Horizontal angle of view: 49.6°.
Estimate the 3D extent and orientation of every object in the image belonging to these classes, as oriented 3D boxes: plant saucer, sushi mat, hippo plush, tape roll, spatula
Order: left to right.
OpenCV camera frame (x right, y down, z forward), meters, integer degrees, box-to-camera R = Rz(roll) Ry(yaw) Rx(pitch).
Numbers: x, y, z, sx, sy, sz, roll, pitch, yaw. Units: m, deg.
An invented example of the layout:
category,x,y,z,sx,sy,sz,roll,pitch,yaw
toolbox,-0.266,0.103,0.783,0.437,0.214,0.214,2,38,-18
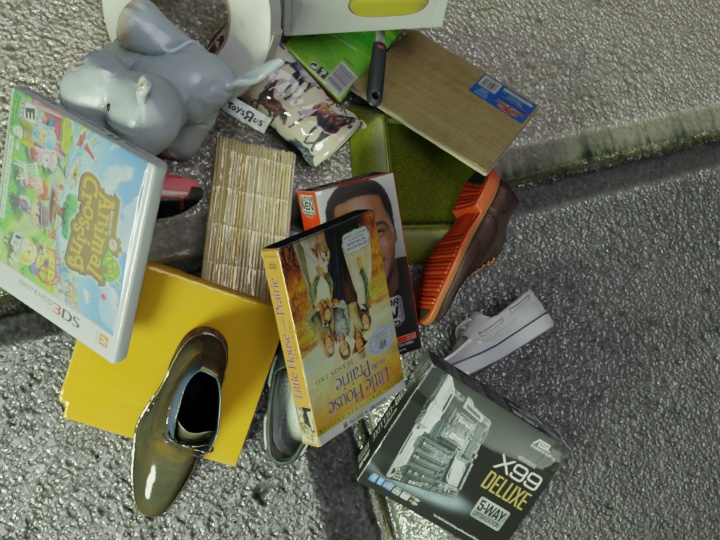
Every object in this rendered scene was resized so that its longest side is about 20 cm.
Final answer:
category,x,y,z,sx,sy,sz,roll,pitch,yaw
hippo plush,-0.208,-0.154,0.778,0.196,0.161,0.162,26,40,4
tape roll,-0.180,-0.277,0.833,0.203,0.202,0.037,44,27,-7
sushi mat,-0.123,-0.042,0.857,0.093,0.012,0.206,8,76,-18
spatula,0.022,-0.286,0.953,0.055,0.021,0.205,13,63,-18
plant saucer,0.088,-0.114,0.969,0.195,0.048,0.206,-2,81,-21

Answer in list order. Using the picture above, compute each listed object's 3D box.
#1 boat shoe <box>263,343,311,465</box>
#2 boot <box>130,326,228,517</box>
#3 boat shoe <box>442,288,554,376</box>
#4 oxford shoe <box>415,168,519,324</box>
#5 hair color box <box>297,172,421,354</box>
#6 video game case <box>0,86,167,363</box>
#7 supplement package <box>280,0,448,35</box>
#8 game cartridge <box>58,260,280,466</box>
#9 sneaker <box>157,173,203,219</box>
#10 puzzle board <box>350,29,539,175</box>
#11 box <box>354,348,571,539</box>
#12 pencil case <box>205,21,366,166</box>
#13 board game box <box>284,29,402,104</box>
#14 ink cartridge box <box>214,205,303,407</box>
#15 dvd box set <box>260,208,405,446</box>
category,x,y,z,sx,sy,sz,roll,pitch,yaw
boat shoe,-0.058,0.108,0.827,0.074,0.060,0.206,8,98,9
boot,-0.181,0.160,0.756,0.073,0.097,0.205,17,96,-14
boat shoe,0.145,0.084,0.949,0.197,0.074,0.066,-24,77,-28
oxford shoe,0.129,-0.019,0.911,0.072,0.071,0.203,32,79,-22
hair color box,0.000,0.000,0.880,0.099,0.061,0.205,-16,102,-22
video game case,-0.272,-0.042,0.730,0.179,0.022,0.204,28,113,19
supplement package,-0.001,-0.383,0.890,0.194,0.153,0.154,-6,60,-11
game cartridge,-0.193,0.092,0.807,0.196,0.032,0.180,20,95,-14
sneaker,-0.264,-0.108,0.824,0.195,0.074,0.089,3,78,-19
puzzle board,0.105,-0.210,0.959,0.198,0.018,0.151,35,55,12
box,0.115,0.209,0.883,0.198,0.050,0.160,32,101,-12
pencil case,-0.087,-0.211,0.905,0.200,0.078,0.090,44,86,-7
board game box,-0.004,-0.309,0.981,0.095,0.030,0.201,42,72,-9
ink cartridge box,-0.123,0.040,0.869,0.097,0.039,0.205,20,75,-16
dvd box set,-0.022,0.054,0.798,0.145,0.029,0.205,-24,109,-44
